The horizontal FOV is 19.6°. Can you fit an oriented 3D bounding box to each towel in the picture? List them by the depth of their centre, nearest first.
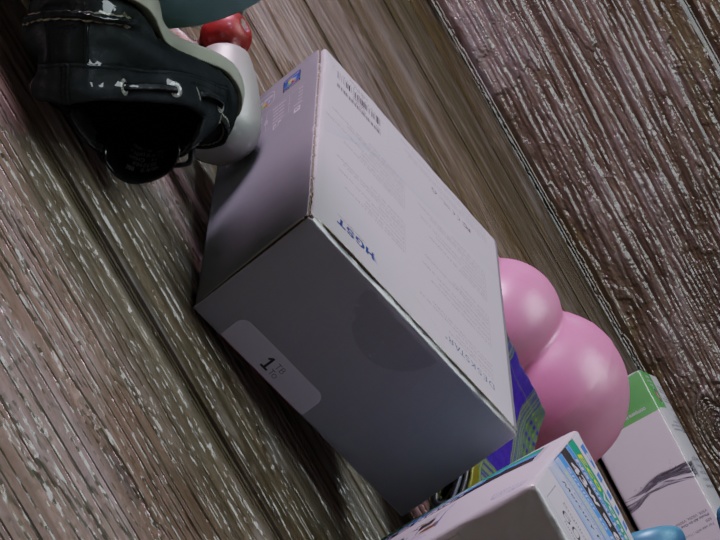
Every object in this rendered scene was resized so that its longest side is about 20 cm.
[{"bbox_3d":[0.077,0.109,1.204,0.200,0.023,0.144,64,33,-59],"label":"towel"}]

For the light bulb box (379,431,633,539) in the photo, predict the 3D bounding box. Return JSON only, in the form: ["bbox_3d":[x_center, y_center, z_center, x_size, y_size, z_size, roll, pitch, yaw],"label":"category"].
[{"bbox_3d":[0.081,0.192,0.909,0.199,0.124,0.200,61,10,3],"label":"light bulb box"}]

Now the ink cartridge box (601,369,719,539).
[{"bbox_3d":[0.312,0.213,2.181,0.201,0.084,0.146,63,10,13],"label":"ink cartridge box"}]

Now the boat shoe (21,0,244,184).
[{"bbox_3d":[-0.099,-0.073,0.926,0.199,0.074,0.067,60,31,-76],"label":"boat shoe"}]

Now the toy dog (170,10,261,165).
[{"bbox_3d":[-0.103,-0.143,1.105,0.132,0.096,0.201,58,24,-32],"label":"toy dog"}]

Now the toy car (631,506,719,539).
[{"bbox_3d":[0.237,0.256,1.472,0.200,0.176,0.185,19,52,-57],"label":"toy car"}]

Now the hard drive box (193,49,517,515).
[{"bbox_3d":[0.000,0.000,1.062,0.156,0.077,0.200,47,19,-20],"label":"hard drive box"}]

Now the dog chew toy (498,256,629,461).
[{"bbox_3d":[0.096,0.050,1.442,0.200,0.124,0.125,50,12,-13],"label":"dog chew toy"}]

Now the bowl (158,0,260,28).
[{"bbox_3d":[-0.086,-0.190,0.951,0.202,0.200,0.105,66,4,31],"label":"bowl"}]
